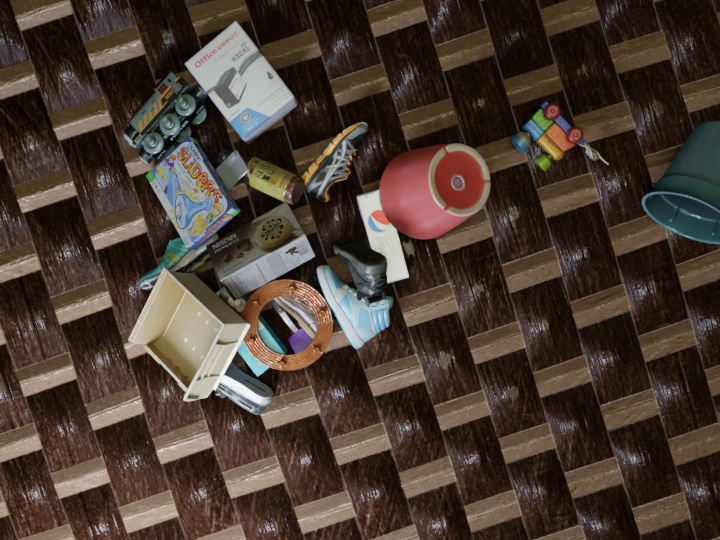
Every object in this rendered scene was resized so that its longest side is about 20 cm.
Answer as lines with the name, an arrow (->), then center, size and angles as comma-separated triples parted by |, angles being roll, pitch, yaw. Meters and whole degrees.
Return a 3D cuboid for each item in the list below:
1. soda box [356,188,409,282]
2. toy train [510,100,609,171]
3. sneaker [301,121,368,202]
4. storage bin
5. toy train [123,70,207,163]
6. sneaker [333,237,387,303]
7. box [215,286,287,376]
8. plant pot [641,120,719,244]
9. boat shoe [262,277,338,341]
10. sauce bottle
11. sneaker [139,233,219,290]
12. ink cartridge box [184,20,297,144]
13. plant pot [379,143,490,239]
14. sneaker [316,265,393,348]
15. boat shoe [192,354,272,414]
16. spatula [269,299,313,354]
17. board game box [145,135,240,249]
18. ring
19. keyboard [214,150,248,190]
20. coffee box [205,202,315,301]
soda box -> 0.048, -0.074, 1.373 | 0.067, 0.064, 0.203 | -15, 92, 0
toy train -> 0.431, -0.261, 1.366 | 0.200, 0.085, 0.116 | 45, 102, -3
sneaker -> -0.047, -0.236, 1.361 | 0.077, 0.078, 0.200 | 42, 102, -2
storage bin -> -0.361, 0.134, 1.309 | 0.199, 0.093, 0.200 | 37, 104, 25
toy train -> -0.419, -0.328, 1.349 | 0.114, 0.085, 0.200 | 43, 93, 10
sneaker -> 0.000, 0.000, 1.327 | 0.075, 0.199, 0.116 | -16, 118, -21
box -> -0.253, 0.126, 1.383 | 0.082, 0.049, 0.201 | -38, 93, 1
plant pot -> 0.735, -0.191, 1.325 | 0.199, 0.200, 0.197 | 31, 83, -2
boat shoe -> -0.134, 0.066, 1.374 | 0.070, 0.070, 0.200 | -44, 101, 8
sauce bottle -> -0.216, -0.205, 1.344 | 0.198, 0.066, 0.067 | 24, 92, 14
sneaker -> -0.398, -0.027, 1.373 | 0.199, 0.078, 0.080 | -37, 76, -5
ink cartridge box -> -0.252, -0.398, 1.342 | 0.145, 0.084, 0.201 | -38, 92, 1
plant pot -> 0.161, -0.169, 1.285 | 0.198, 0.177, 0.204 | 1, 87, -21
sneaker -> -0.004, 0.055, 1.372 | 0.129, 0.080, 0.202 | -28, 102, 2
boat shoe -> -0.290, 0.251, 1.377 | 0.199, 0.072, 0.071 | 32, 109, 6
spatula -> -0.165, 0.106, 1.398 | 0.056, 0.021, 0.201 | -34, 92, 2
board game box -> -0.357, -0.165, 1.334 | 0.135, 0.034, 0.201 | -38, 73, 11
ring -> -0.157, 0.119, 1.338 | 0.197, 0.019, 0.203 | 0, 101, -2
keyboard -> -0.320, -0.173, 1.353 | 0.199, 0.011, 0.057 | -40, 79, 19
coffee box -> -0.212, -0.041, 1.330 | 0.198, 0.080, 0.114 | -28, 53, -4
